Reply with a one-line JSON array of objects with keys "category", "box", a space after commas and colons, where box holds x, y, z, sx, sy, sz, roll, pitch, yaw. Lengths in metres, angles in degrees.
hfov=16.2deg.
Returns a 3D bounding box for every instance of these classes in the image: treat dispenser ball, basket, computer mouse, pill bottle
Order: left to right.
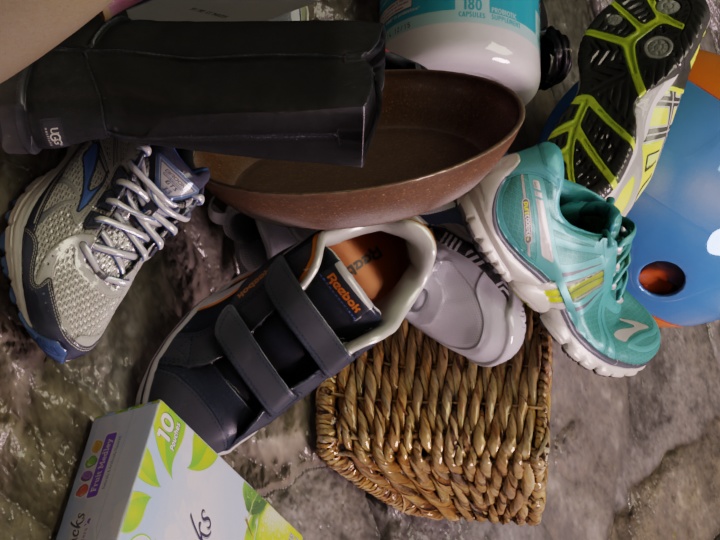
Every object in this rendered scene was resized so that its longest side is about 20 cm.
[{"category": "basket", "box": [0.051, 0.058, 1.637, 0.143, 0.148, 0.201, 85, 7, -64]}, {"category": "pill bottle", "box": [0.067, -0.210, 1.715, 0.111, 0.110, 0.201, 28, 55, -49]}, {"category": "computer mouse", "box": [0.127, -0.163, 1.763, 0.200, 0.034, 0.059, -115, -146, -71]}, {"category": "treat dispenser ball", "box": [0.222, -0.060, 1.812, 0.201, 0.200, 0.202, 27, 57, -50]}]

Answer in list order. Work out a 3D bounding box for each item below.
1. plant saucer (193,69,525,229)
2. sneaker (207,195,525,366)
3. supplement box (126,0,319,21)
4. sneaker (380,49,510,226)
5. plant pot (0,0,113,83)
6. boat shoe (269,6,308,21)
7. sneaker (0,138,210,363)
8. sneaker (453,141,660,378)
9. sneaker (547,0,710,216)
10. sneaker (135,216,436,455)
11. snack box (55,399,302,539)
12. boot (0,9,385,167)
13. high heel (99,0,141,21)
[{"category": "plant saucer", "box": [-0.003, -0.066, 1.452, 0.200, 0.199, 0.037, -42, 130, -54]}, {"category": "sneaker", "box": [0.000, 0.000, 1.517, 0.200, 0.075, 0.115, 42, 41, 13]}, {"category": "supplement box", "box": [-0.101, -0.247, 1.481, 0.101, 0.103, 0.201, 6, 72, -55]}, {"category": "sneaker", "box": [0.046, -0.078, 1.569, 0.199, 0.085, 0.075, 33, 66, 7]}, {"category": "plant pot", "box": [-0.182, -0.179, 1.239, 0.187, 0.199, 0.189, 27, 56, -51]}, {"category": "boat shoe", "box": [-0.066, -0.206, 1.566, 0.062, 0.071, 0.201, 50, 38, -74]}, {"category": "sneaker", "box": [-0.131, -0.040, 1.372, 0.077, 0.085, 0.201, 47, 43, -37]}, {"category": "sneaker", "box": [0.134, -0.004, 1.519, 0.200, 0.079, 0.078, 45, 21, -42]}, {"category": "sneaker", "box": [0.176, -0.108, 1.697, 0.201, 0.075, 0.077, -58, 153, -25]}, {"category": "sneaker", "box": [-0.041, 0.031, 1.412, 0.200, 0.079, 0.079, -43, 102, -17]}, {"category": "snack box", "box": [-0.109, 0.192, 1.348, 0.142, 0.053, 0.201, 46, 43, -36]}, {"category": "boot", "box": [-0.083, -0.126, 1.360, 0.066, 0.199, 0.166, 76, 17, -51]}, {"category": "high heel", "box": [-0.139, -0.228, 1.363, 0.200, 0.096, 0.067, 57, -9, 31]}]
